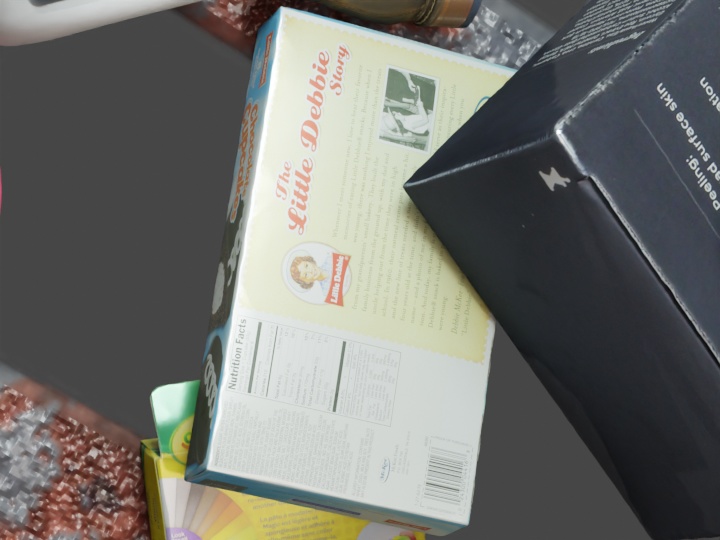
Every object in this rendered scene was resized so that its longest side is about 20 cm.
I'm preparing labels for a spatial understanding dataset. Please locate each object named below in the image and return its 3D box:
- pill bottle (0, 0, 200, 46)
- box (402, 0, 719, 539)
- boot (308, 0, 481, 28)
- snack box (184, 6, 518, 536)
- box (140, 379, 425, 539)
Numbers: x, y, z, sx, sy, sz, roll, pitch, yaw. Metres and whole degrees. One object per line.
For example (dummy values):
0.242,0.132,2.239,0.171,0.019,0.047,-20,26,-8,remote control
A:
-0.120,-0.196,0.935,0.111,0.112,0.202,-16,100,-14,pill bottle
0.159,-0.027,0.999,0.200,0.117,0.197,-44,105,-30,box
0.004,-0.201,0.990,0.096,0.075,0.202,-2,98,-19,boot
0.000,0.000,0.997,0.115,0.037,0.202,14,73,-17,snack box
-0.029,0.139,1.027,0.116,0.048,0.202,-8,99,-15,box
